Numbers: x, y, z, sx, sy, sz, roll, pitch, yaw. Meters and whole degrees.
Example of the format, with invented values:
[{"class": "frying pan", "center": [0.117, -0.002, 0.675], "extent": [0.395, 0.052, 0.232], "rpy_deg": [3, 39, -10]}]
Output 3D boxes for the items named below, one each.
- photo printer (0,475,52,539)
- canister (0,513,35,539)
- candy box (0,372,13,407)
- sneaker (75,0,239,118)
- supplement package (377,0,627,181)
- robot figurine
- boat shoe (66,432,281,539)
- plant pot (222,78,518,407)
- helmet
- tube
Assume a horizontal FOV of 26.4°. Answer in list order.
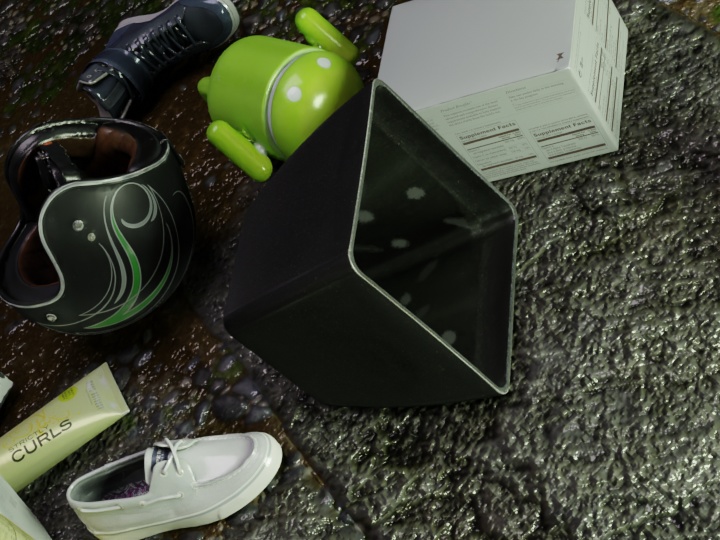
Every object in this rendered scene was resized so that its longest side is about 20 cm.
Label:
[{"class": "photo printer", "center": [-0.401, 0.247, 1.375], "extent": [0.199, 0.167, 0.070], "rpy_deg": [-32, 21, 11]}, {"class": "canister", "center": [-0.326, 0.268, 1.266], "extent": [0.149, 0.200, 0.086], "rpy_deg": [-47, 41, -9]}, {"class": "candy box", "center": [-0.469, 0.171, 1.545], "extent": [0.167, 0.072, 0.201], "rpy_deg": [7, 62, 34]}, {"class": "sneaker", "center": [-0.234, -0.238, 1.739], "extent": [0.201, 0.077, 0.147], "rpy_deg": [-13, 35, 41]}, {"class": "supplement package", "center": [0.127, -0.177, 1.392], "extent": [0.199, 0.111, 0.157], "rpy_deg": [-12, 48, 28]}, {"class": "robot figurine", "center": [-0.074, -0.169, 1.534], "extent": [0.199, 0.116, 0.176], "rpy_deg": [21, 66, 46]}, {"class": "boat shoe", "center": [-0.165, 0.177, 1.327], "extent": [0.199, 0.069, 0.072], "rpy_deg": [-17, 45, 25]}, {"class": "plant pot", "center": [0.000, 0.000, 1.279], "extent": [0.177, 0.199, 0.201], "rpy_deg": [-23, 42, 34]}, {"class": "helmet", "center": [-0.260, -0.034, 1.500], "extent": [0.198, 0.192, 0.200], "rpy_deg": [2, 30, -1]}, {"class": "tube", "center": [-0.312, 0.167, 1.457], "extent": [0.199, 0.052, 0.058], "rpy_deg": [-35, 83, -1]}]
